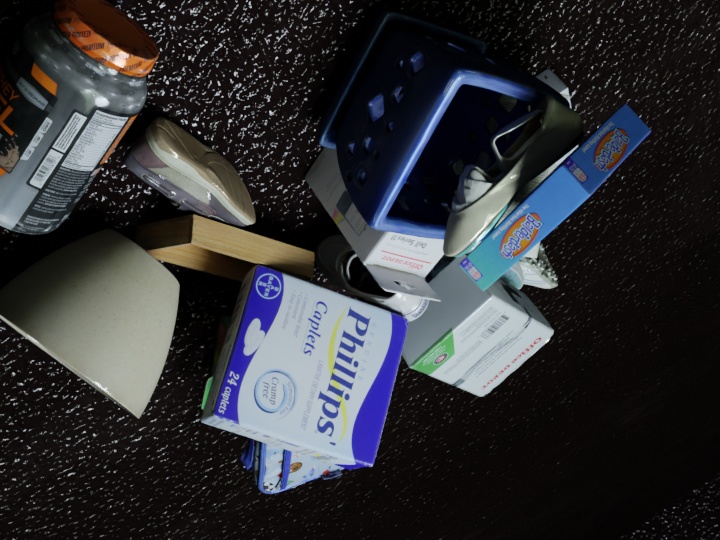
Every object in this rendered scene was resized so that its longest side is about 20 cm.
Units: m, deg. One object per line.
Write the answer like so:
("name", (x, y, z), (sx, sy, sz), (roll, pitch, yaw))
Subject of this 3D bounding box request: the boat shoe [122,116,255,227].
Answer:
("boat shoe", (-0.182, -0.096, 1.111), (0.064, 0.073, 0.200), (-27, 153, 14))

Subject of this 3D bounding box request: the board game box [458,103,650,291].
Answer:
("board game box", (0.207, -0.076, 1.104), (0.152, 0.045, 0.200), (-41, 176, -39))

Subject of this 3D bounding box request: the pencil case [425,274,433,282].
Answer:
("pencil case", (0.068, 0.012, 1.444), (0.199, 0.083, 0.087), (26, 80, -53))

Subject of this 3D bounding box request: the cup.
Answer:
("cup", (-0.278, 0.042, 1.109), (0.144, 0.199, 0.201), (-55, 149, -15))

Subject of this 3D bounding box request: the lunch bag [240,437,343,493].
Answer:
("lunch bag", (-0.076, 0.212, 1.344), (0.158, 0.076, 0.201), (-15, 141, -22))

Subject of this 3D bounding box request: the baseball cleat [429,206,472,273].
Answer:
("baseball cleat", (0.122, -0.034, 1.356), (0.198, 0.070, 0.107), (17, 112, -20))

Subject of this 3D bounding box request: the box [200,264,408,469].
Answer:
("box", (-0.065, 0.117, 1.210), (0.198, 0.186, 0.105), (19, 163, -12))

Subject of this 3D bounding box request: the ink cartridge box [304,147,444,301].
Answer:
("ink cartridge box", (0.031, -0.060, 1.213), (0.116, 0.201, 0.068), (12, 125, -47))

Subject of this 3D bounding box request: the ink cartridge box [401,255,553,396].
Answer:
("ink cartridge box", (0.151, 0.079, 1.380), (0.146, 0.083, 0.199), (-43, 144, 14))

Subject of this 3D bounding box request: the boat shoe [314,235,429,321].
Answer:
("boat shoe", (0.000, 0.000, 1.271), (0.072, 0.200, 0.066), (-54, 136, 1))

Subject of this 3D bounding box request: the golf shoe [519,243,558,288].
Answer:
("golf shoe", (0.229, -0.011, 1.575), (0.097, 0.079, 0.199), (-31, 144, 26))

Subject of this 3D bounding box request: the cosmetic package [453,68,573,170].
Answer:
("cosmetic package", (0.193, -0.156, 1.373), (0.199, 0.052, 0.151), (-34, 143, -2))

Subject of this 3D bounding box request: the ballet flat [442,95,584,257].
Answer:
("ballet flat", (0.145, -0.103, 1.071), (0.200, 0.070, 0.069), (-45, 145, 5))

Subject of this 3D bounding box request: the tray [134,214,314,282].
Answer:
("tray", (-0.155, -0.022, 1.201), (0.098, 0.038, 0.199), (-7, 164, 38))

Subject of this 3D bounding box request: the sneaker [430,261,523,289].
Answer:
("sneaker", (0.160, 0.013, 1.451), (0.199, 0.083, 0.074), (21, 145, -37))

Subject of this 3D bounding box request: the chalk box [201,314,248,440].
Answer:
("chalk box", (-0.125, 0.133, 1.381), (0.198, 0.124, 0.126), (-11, 140, -30))

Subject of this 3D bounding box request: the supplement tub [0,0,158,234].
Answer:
("supplement tub", (-0.275, -0.142, 0.923), (0.122, 0.123, 0.200), (16, 120, -49))

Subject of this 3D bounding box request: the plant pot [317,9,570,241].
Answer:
("plant pot", (0.078, -0.167, 1.141), (0.198, 0.180, 0.201), (5, 126, -42))

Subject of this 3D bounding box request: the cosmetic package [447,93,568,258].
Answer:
("cosmetic package", (0.176, -0.126, 1.261), (0.102, 0.087, 0.203), (8, 98, -17))
